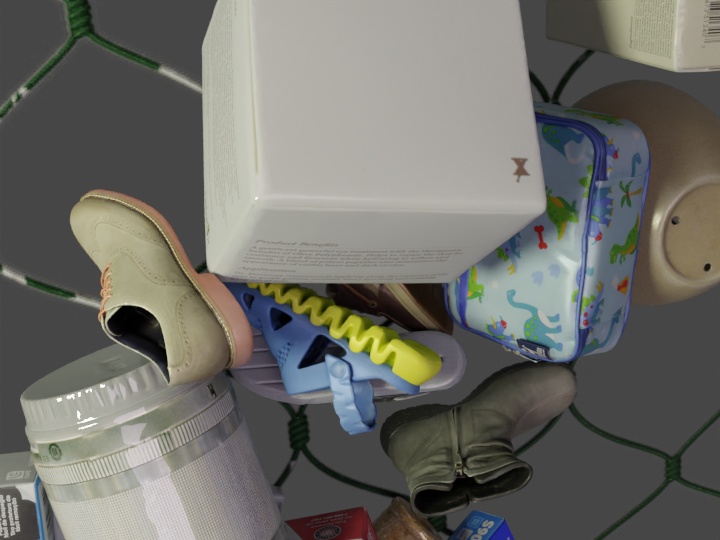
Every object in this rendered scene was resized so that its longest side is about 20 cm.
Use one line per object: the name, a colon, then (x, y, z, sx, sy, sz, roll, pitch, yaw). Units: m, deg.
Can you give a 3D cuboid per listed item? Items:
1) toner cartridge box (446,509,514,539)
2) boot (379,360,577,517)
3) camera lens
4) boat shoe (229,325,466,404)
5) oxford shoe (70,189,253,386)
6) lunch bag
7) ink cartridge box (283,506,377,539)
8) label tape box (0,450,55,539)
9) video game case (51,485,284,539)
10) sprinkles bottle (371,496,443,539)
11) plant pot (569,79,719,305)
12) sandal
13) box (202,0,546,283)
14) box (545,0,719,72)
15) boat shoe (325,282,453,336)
toner cartridge box: (0.133, 0.339, 1.060, 0.095, 0.043, 0.200, -42, 119, -31)
boot: (0.123, 0.153, 0.961, 0.200, 0.131, 0.068, -19, 114, -10)
camera lens: (-0.158, 0.162, 0.845, 0.160, 0.160, 0.200, -21, 100, -10)
boat shoe: (-0.012, 0.087, 0.926, 0.199, 0.071, 0.072, 4, 67, 2)
oxford shoe: (-0.163, 0.007, 0.787, 0.074, 0.200, 0.071, -25, 139, -35)
lunch bag: (0.142, -0.033, 0.887, 0.082, 0.161, 0.201, -11, 113, -40)
ink cartridge box: (-0.057, 0.290, 0.871, 0.146, 0.200, 0.083, -12, 112, 7)
label tape box: (-0.347, 0.229, 0.866, 0.199, 0.066, 0.144, -5, 108, -10)
video game case: (-0.184, 0.263, 0.962, 0.200, 0.023, 0.182, 12, 105, -21)
sprinkles bottle: (-0.013, 0.301, 1.005, 0.200, 0.068, 0.068, -45, 115, 1)
plant pot: (0.258, -0.051, 0.932, 0.200, 0.134, 0.201, -6, 111, -15)
sandal: (-0.040, 0.062, 0.861, 0.087, 0.200, 0.079, -64, 158, 5)
box: (-0.002, -0.106, 0.770, 0.198, 0.171, 0.201, 1, 74, -18)
box: (0.215, -0.204, 0.827, 0.068, 0.200, 0.082, -6, 111, -16)
boat shoe: (0.000, 0.000, 0.913, 0.072, 0.072, 0.200, -30, 128, 28)
